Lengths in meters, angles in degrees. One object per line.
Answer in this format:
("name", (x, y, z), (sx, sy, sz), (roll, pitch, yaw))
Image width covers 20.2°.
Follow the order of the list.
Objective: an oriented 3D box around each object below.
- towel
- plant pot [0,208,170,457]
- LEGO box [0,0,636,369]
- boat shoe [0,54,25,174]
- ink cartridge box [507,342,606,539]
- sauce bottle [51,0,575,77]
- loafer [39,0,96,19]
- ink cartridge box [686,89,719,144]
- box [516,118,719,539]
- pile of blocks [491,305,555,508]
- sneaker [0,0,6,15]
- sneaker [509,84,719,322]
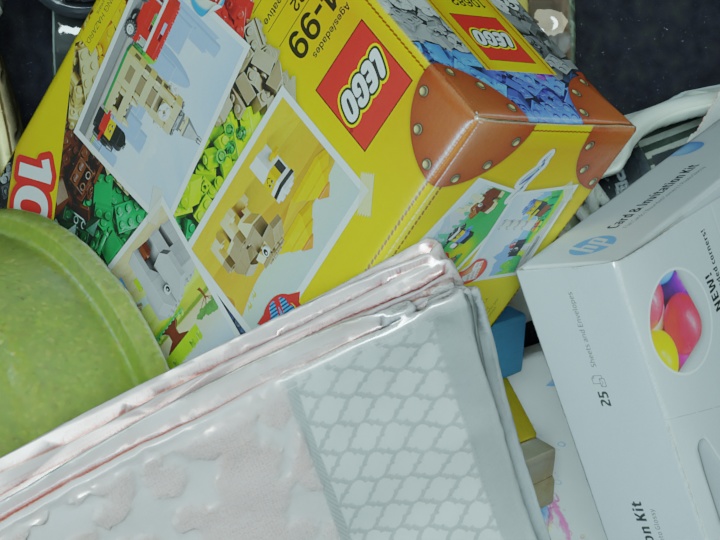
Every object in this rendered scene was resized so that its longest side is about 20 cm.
("towel", (-0.029, 0.113, 0.579), (0.191, 0.032, 0.200), (-28, 124, -13))
("plant pot", (-0.175, 0.089, 0.607), (0.184, 0.200, 0.201), (-9, 86, -38))
("LEGO box", (-0.031, -0.020, 0.641), (0.149, 0.077, 0.200), (52, 124, 29))
("boat shoe", (-0.151, -0.003, 0.755), (0.068, 0.072, 0.200), (-8, 89, -8))
("ink cartridge box", (0.046, 0.098, 0.770), (0.200, 0.067, 0.117), (-20, 88, -8))
("sauce bottle", (-0.018, -0.093, 0.781), (0.200, 0.065, 0.065), (-1, 85, -8))
("loafer", (-0.133, -0.184, 0.709), (0.072, 0.063, 0.200), (-32, 90, -8))
("ink cartridge box", (0.150, 0.055, 0.734), (0.200, 0.050, 0.161), (48, 49, -15))
("box", (0.143, 0.028, 0.659), (0.200, 0.041, 0.156), (-35, 111, -44))
("pile of blocks", (0.000, 0.000, 0.701), (0.062, 0.082, 0.200), (-19, 70, -39))
("sneaker", (-0.215, -0.144, 0.694), (0.080, 0.074, 0.200), (-41, 91, -5))
("sneaker", (0.083, -0.027, 0.783), (0.200, 0.071, 0.073), (-26, 88, -8))
